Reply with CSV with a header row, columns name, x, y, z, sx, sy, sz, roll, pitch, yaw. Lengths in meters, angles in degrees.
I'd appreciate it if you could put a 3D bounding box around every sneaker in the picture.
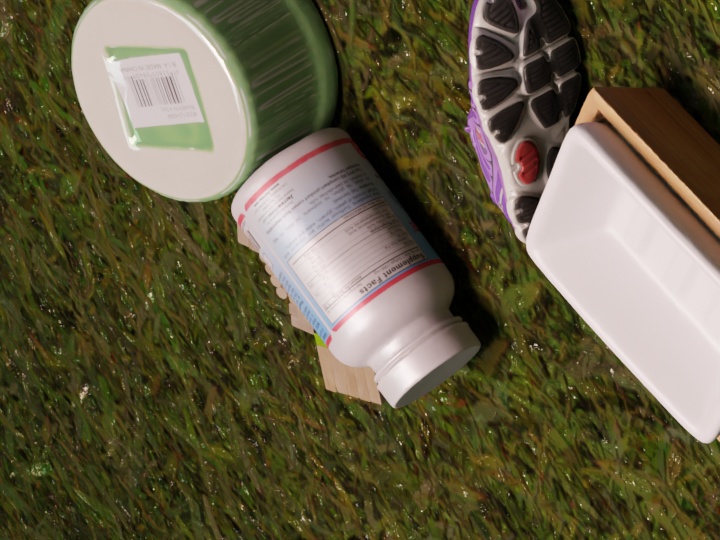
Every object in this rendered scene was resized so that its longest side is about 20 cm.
name,x,y,z,sx,sy,sz,roll,pitch,yaw
sneaker,0.094,-0.107,1.616,0.083,0.081,0.200,40,148,45

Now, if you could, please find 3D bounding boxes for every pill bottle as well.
name,x,y,z,sx,sy,sz,roll,pitch,yaw
pill bottle,0.000,0.000,1.840,0.200,0.109,0.109,54,152,11

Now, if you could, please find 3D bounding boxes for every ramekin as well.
name,x,y,z,sx,sy,sz,roll,pitch,yaw
ramekin,-0.125,-0.149,1.861,0.200,0.098,0.200,21,129,29

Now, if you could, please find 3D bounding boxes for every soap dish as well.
name,x,y,z,sx,sy,sz,roll,pitch,yaw
soap dish,0.201,-0.006,1.527,0.200,0.081,0.157,49,150,21

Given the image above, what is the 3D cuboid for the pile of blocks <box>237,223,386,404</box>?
name,x,y,z,sx,sy,sz,roll,pitch,yaw
pile of blocks,-0.022,0.009,1.947,0.082,0.062,0.200,-13,113,49
